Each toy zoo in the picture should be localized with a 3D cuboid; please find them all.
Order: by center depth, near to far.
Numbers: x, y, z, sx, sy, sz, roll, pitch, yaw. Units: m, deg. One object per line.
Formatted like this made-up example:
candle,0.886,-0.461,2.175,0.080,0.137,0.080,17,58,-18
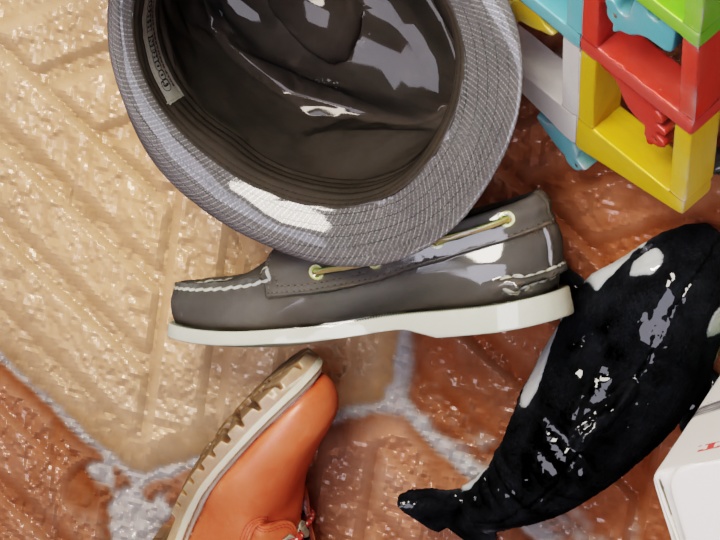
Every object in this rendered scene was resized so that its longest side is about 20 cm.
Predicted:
toy zoo,0.100,-0.105,1.194,0.131,0.020,0.200,41,158,25

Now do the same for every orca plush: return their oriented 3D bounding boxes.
orca plush,0.093,0.061,1.278,0.200,0.071,0.105,-34,92,23

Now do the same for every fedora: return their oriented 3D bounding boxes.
fedora,-0.014,-0.103,1.260,0.200,0.090,0.177,27,110,9

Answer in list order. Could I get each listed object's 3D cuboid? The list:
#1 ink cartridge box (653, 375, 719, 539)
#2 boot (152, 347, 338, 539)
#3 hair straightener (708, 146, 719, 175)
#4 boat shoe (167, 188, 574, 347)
ink cartridge box,0.219,0.078,1.172,0.145,0.200,0.084,-14,99,21
boot,-0.042,0.130,1.345,0.107,0.075,0.200,32,120,4
hair straightener,0.235,-0.078,1.212,0.199,0.041,0.077,-22,97,22
boat shoe,0.000,0.000,1.291,0.200,0.072,0.061,-5,97,23
